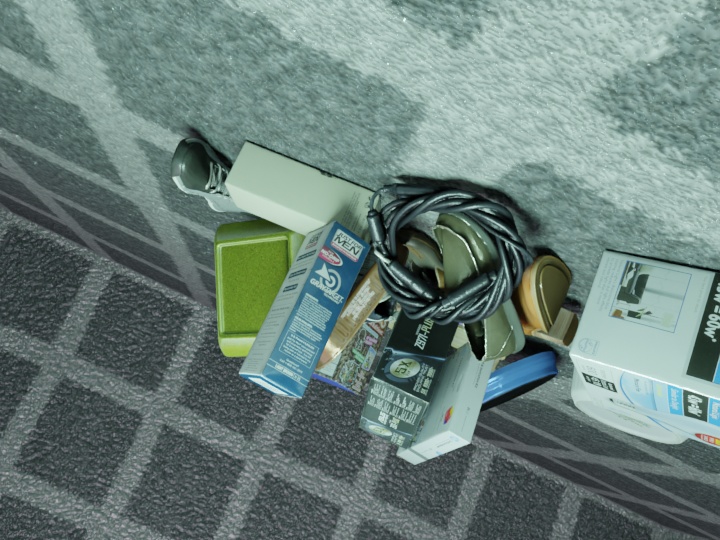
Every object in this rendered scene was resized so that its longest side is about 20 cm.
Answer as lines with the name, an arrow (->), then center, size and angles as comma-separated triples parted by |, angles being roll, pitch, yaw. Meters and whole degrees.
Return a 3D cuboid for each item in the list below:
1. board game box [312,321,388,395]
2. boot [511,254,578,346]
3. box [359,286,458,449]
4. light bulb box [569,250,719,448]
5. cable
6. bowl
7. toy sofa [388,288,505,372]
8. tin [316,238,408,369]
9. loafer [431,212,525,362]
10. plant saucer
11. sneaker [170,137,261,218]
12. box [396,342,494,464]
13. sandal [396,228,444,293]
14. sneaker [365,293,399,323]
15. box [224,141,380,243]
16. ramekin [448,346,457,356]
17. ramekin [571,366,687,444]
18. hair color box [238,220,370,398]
board game box -> -0.044, 0.111, 1.219 | 0.157, 0.204, 0.097 | 13, 164, 37
boot -> 0.192, 0.028, 0.820 | 0.152, 0.075, 0.201 | 23, 161, 35
box -> 0.073, 0.143, 0.928 | 0.084, 0.166, 0.202 | 22, 149, 8
light bulb box -> 0.351, 0.094, 0.672 | 0.196, 0.127, 0.198 | 15, 163, 35
cable -> 0.094, -0.013, 0.705 | 0.195, 0.168, 0.051 | 9, -157, 31
bowl -> 0.258, 0.204, 1.117 | 0.202, 0.196, 0.040 | 89, 159, -68
toy sofa -> 0.146, 0.071, 1.005 | 0.196, 0.084, 0.099 | 22, 148, 11
tin -> -0.011, 0.038, 0.829 | 0.042, 0.202, 0.112 | 39, 174, -17
loafer -> 0.134, 0.024, 0.757 | 0.204, 0.069, 0.075 | 63, 160, -12
plant saucer -> -0.142, 0.024, 0.918 | 0.195, 0.206, 0.048 | -5, 177, 28
sneaker -> -0.185, -0.127, 0.916 | 0.113, 0.077, 0.200 | 16, 174, 12
box -> 0.132, 0.205, 0.980 | 0.040, 0.158, 0.201 | 27, 149, -4
sandal -> 0.107, 0.009, 0.912 | 0.080, 0.056, 0.199 | 9, 158, 44
sneaker -> 0.000, 0.000, 0.935 | 0.128, 0.079, 0.203 | 9, 127, 47
box -> -0.074, -0.092, 0.835 | 0.196, 0.070, 0.082 | 23, 164, 8
ramekin -> 0.151, 0.134, 1.167 | 0.198, 0.096, 0.203 | 24, 166, 6
ramekin -> 0.407, 0.180, 0.937 | 0.198, 0.096, 0.203 | 23, 165, 6
hair color box -> -0.068, 0.048, 0.769 | 0.060, 0.204, 0.099 | 31, 161, -20
